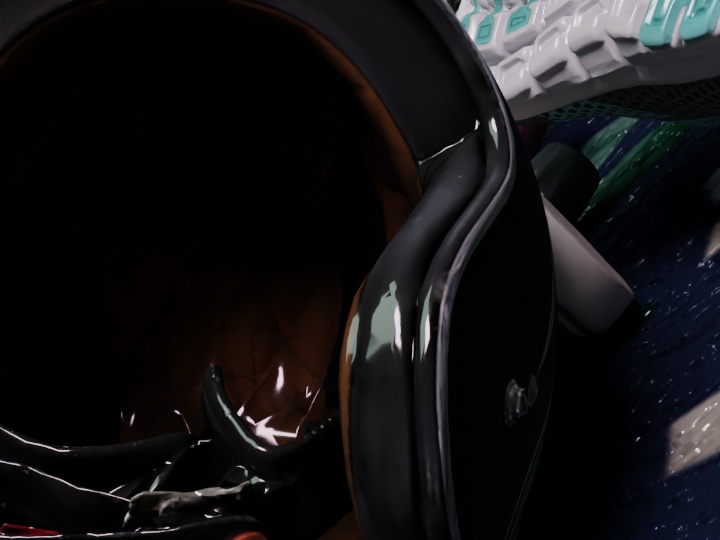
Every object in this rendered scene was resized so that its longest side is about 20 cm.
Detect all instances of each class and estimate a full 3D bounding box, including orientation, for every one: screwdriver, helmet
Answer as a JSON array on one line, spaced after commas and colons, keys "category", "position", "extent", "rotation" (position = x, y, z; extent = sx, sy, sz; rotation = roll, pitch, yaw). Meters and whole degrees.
[{"category": "screwdriver", "position": [0.009, 0.036, 0.636], "extent": [0.200, 0.029, 0.028], "rotation": [-47, 12, -10]}, {"category": "helmet", "position": [-0.042, 0.009, 0.480], "extent": [0.200, 0.200, 0.191], "rotation": [-36, 36, 35]}]

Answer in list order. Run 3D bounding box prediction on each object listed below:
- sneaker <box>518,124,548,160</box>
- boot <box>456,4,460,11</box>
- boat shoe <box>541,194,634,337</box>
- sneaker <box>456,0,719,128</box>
[{"category": "sneaker", "position": [0.000, 0.000, 0.705], "extent": [0.200, 0.075, 0.090], "rotation": [-49, 20, 14]}, {"category": "boot", "position": [0.010, -0.128, 0.829], "extent": [0.200, 0.155, 0.077], "rotation": [-43, -7, 4]}, {"category": "boat shoe", "position": [0.001, -0.008, 0.614], "extent": [0.093, 0.075, 0.200], "rotation": [-48, 34, 2]}, {"category": "sneaker", "position": [0.092, -0.063, 0.539], "extent": [0.200, 0.091, 0.078], "rotation": [10, 76, 66]}]
